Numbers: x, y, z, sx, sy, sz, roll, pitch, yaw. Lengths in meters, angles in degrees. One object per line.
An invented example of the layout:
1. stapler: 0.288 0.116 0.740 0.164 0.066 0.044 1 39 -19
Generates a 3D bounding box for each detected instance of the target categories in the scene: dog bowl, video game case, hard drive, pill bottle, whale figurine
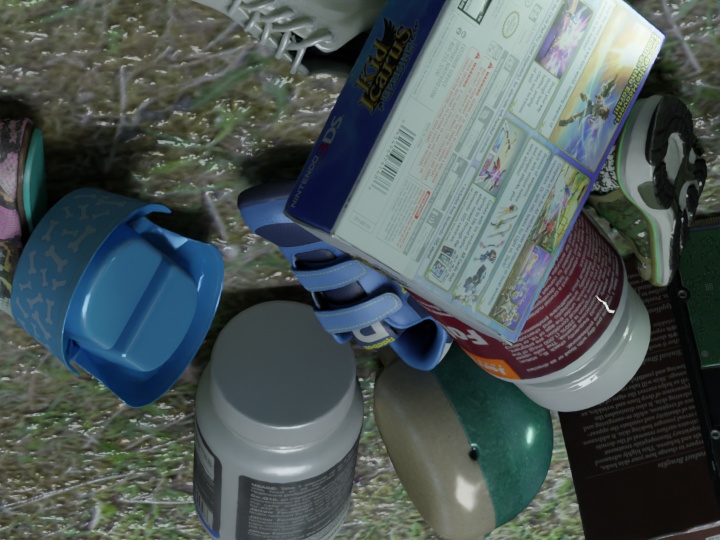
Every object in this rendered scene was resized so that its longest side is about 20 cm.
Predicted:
1. dog bowl: -0.147 0.013 1.627 0.050 0.112 0.200 27 174 20
2. video game case: 0.065 -0.082 1.470 0.045 0.200 0.181 23 175 42
3. hard drive: 0.277 0.051 1.734 0.140 0.200 0.038 -9 150 -3
4. pill bottle: 0.093 -0.002 1.649 0.114 0.114 0.200 -22 139 21
5. whale figurine: 0.065 0.101 1.803 0.104 0.159 0.200 -24 -172 -7
6. pill bottle: -0.056 0.109 1.826 0.114 0.114 0.200 -5 151 -8

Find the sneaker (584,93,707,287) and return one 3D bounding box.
1. sneaker: 0.161 -0.057 1.671 0.089 0.077 0.200 16 158 19

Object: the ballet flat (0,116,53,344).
1. ballet flat: -0.212 -0.025 1.606 0.071 0.069 0.200 6 148 9

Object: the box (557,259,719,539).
1. box: 0.184 0.098 1.787 0.100 0.200 0.075 -15 150 9

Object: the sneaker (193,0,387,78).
1. sneaker: -0.035 -0.144 1.432 0.200 0.071 0.073 11 145 -32

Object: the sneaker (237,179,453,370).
1. sneaker: 0.000 0.000 1.672 0.074 0.082 0.200 -8 156 40
